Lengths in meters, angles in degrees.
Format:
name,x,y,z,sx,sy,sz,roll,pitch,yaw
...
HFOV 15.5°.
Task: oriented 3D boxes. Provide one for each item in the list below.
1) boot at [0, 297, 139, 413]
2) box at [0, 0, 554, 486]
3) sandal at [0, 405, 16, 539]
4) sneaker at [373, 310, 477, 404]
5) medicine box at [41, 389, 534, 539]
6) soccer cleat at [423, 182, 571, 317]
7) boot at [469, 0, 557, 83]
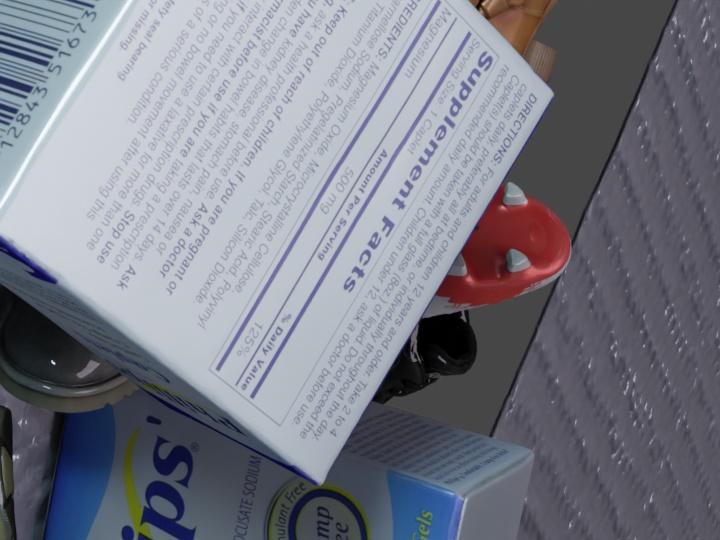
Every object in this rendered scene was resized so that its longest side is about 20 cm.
name,x,y,z,sx,sy,sz,roll,pitch,yaw
boot,-0.094,-0.062,1.114,0.182,0.072,0.200,-60,166,-51
box,-0.054,-0.054,0.982,0.200,0.105,0.184,42,75,-42
sandal,-0.170,0.120,1.099,0.201,0.057,0.080,98,-16,-52
sneaker,0.002,0.043,1.344,0.071,0.098,0.201,-29,154,-57
medicine box,-0.042,0.150,1.233,0.103,0.200,0.183,-16,120,-66
soccer cleat,0.000,0.000,1.262,0.085,0.199,0.069,83,1,-59
boot,0.065,-0.176,1.304,0.155,0.074,0.201,20,81,-62
